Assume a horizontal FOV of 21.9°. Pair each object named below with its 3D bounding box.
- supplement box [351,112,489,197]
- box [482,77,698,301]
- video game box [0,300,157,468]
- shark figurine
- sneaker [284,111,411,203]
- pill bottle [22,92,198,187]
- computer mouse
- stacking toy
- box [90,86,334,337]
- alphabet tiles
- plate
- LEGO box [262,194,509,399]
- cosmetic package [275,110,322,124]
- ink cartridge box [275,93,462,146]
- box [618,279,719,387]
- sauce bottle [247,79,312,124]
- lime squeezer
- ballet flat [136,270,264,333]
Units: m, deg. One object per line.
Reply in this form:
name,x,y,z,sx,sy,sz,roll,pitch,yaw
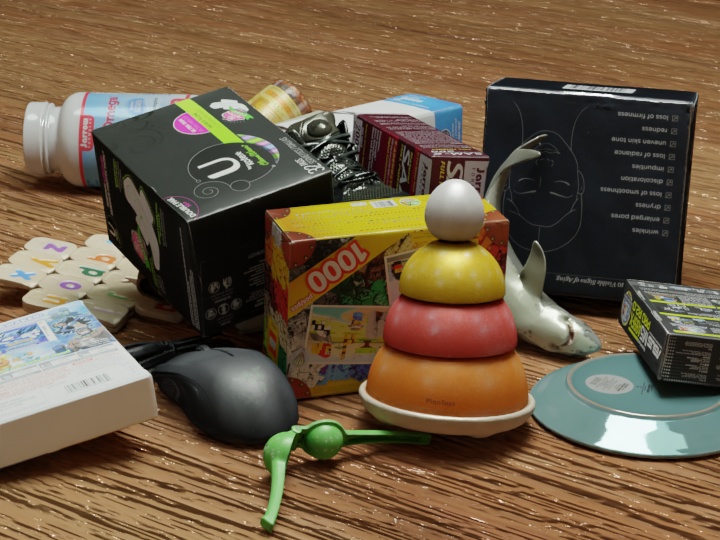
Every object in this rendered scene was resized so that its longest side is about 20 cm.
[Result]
supplement box,0.050,-0.077,1.751,0.061,0.109,0.200,-1,16,-22
box,0.220,-0.080,1.808,0.200,0.197,0.124,6,11,11
video game box,-0.287,0.098,1.498,0.200,0.047,0.182,-17,28,-21
shark figurine,0.146,-0.011,1.727,0.128,0.215,0.089,-19,-12,26
sneaker,-0.022,-0.086,1.712,0.076,0.115,0.199,-13,11,-28
pill bottle,-0.276,-0.148,2.110,0.199,0.109,0.109,1,20,1
computer mouse,-0.126,0.087,1.562,0.138,0.053,0.200,-11,24,-33
stacking toy,0.077,0.025,1.514,0.146,0.200,0.146,4,12,-1
box,-0.131,-0.058,1.679,0.148,0.125,0.200,-21,38,-24
alphabet tiles,-0.248,0.010,1.804,0.195,0.015,0.200,11,22,10
plate,0.242,0.106,1.573,0.200,0.026,0.200,1,21,-1
LEGO box,0.019,0.020,1.610,0.200,0.149,0.077,-7,25,-19
cosmetic package,-0.080,-0.098,1.998,0.087,0.104,0.200,18,27,35
ink cartridge box,0.008,-0.093,1.924,0.200,0.145,0.084,-17,25,-41
box,0.340,0.061,1.626,0.199,0.044,0.160,6,16,-8
sauce bottle,-0.141,-0.131,2.051,0.200,0.066,0.066,-43,40,-22
lime squeezer,-0.029,0.142,1.442,0.071,0.038,0.200,16,24,35
ballet flat,-0.120,0.022,1.722,0.200,0.068,0.072,14,37,18
